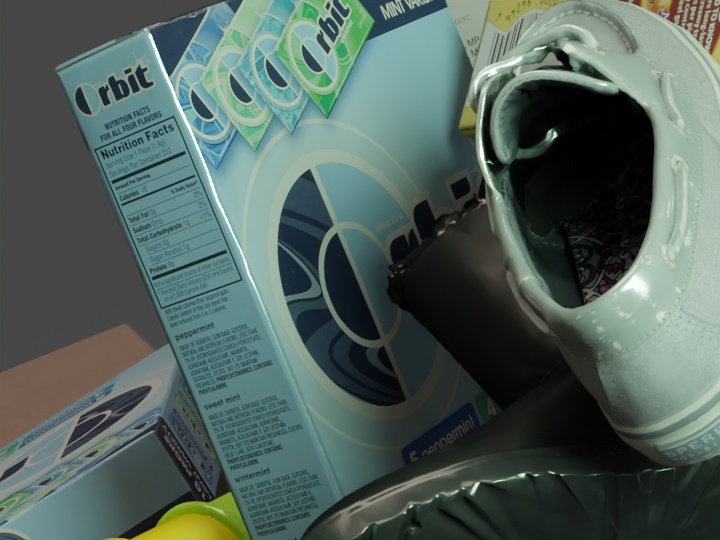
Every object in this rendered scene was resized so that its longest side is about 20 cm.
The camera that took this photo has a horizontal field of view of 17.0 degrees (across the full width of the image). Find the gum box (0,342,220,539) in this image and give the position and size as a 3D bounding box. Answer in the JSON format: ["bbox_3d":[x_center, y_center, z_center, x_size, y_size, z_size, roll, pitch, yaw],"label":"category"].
[{"bbox_3d":[-0.137,0.104,0.989,0.170,0.045,0.200,-32,9,5],"label":"gum box"}]

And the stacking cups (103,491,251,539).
[{"bbox_3d":[-0.017,0.092,0.855,0.060,0.061,0.200,-16,4,38],"label":"stacking cups"}]

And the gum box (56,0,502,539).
[{"bbox_3d":[0.000,0.000,0.814,0.044,0.201,0.170,-18,7,35],"label":"gum box"}]

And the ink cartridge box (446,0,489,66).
[{"bbox_3d":[0.094,-0.049,0.997,0.084,0.201,0.145,-17,7,38],"label":"ink cartridge box"}]

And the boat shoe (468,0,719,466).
[{"bbox_3d":[0.067,-0.032,0.663,0.070,0.072,0.201,-34,31,16],"label":"boat shoe"}]

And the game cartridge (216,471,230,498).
[{"bbox_3d":[-0.001,0.056,1.072,0.200,0.041,0.133,-31,11,-10],"label":"game cartridge"}]

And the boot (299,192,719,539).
[{"bbox_3d":[0.052,0.035,0.709,0.198,0.074,0.163,-16,34,-13],"label":"boot"}]

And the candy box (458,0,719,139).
[{"bbox_3d":[0.137,-0.058,0.779,0.116,0.057,0.200,20,-14,-30],"label":"candy box"}]
